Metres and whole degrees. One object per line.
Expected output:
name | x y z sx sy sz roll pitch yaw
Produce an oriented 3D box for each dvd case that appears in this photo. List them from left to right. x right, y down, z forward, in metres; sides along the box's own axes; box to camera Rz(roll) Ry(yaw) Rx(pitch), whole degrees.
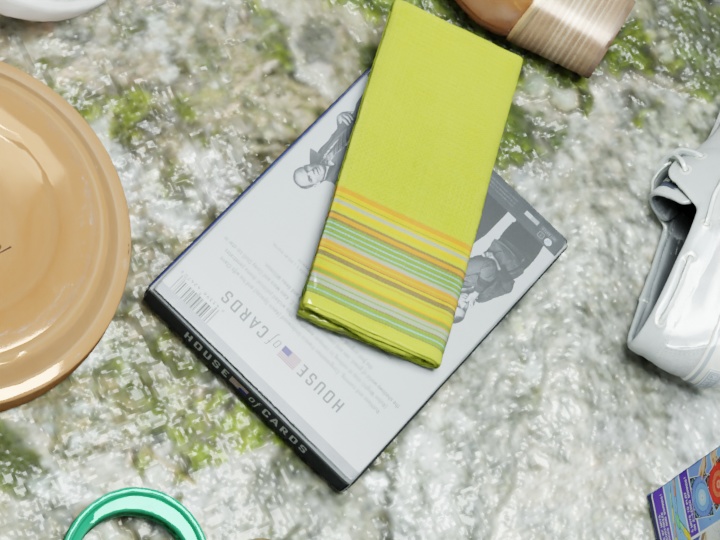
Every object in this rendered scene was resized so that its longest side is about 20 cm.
dvd case | 0.000 0.000 1.483 0.150 0.025 0.200 44 63 1

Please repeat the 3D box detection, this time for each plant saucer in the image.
plant saucer | -0.214 -0.024 1.412 0.199 0.032 0.202 7 68 -17

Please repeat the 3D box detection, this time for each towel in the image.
towel | 0.029 -0.048 1.491 0.086 0.018 0.201 25 62 -16

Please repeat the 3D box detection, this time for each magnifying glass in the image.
magnifying glass | -0.130 0.202 1.362 0.079 0.022 0.201 22 62 -10

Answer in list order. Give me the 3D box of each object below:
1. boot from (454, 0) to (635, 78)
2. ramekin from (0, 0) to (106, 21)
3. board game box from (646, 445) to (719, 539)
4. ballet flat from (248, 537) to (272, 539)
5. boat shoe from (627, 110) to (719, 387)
boot | 0.109 -0.222 1.590 0.155 0.077 0.201 32 70 -1
ramekin | -0.167 -0.242 1.438 0.202 0.094 0.204 24 52 -36
board game box | 0.209 0.193 1.420 0.034 0.135 0.201 -4 72 -20
ballet flat | -0.031 0.233 1.368 0.072 0.068 0.201 11 61 -36
boat shoe | 0.195 -0.034 1.546 0.068 0.072 0.201 21 73 -11
